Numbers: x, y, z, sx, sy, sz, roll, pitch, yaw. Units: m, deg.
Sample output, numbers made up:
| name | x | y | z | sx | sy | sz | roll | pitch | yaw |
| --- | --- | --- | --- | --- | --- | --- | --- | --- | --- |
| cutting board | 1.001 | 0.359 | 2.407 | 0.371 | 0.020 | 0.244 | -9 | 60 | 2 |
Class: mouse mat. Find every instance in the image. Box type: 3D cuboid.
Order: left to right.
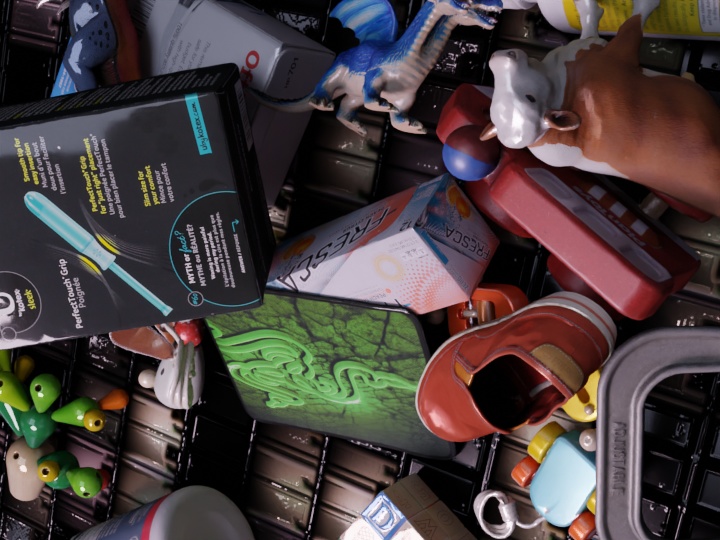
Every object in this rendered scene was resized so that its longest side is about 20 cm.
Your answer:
| name | x | y | z | sx | sy | sz | roll | pitch | yaw |
| --- | --- | --- | --- | --- | --- | --- | --- | --- | --- |
| mouse mat | -0.029 | 0.077 | 0.812 | 0.199 | 0.008 | 0.161 | 8 | 134 | 29 |

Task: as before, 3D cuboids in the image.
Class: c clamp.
| name | x | y | z | sx | sy | sz | roll | pitch | yaw |
| --- | --- | --- | --- | --- | --- | --- | --- | --- | --- |
| c clamp | 0.233 | 0.108 | 0.676 | 0.170 | 0.027 | 0.201 | 2 | 107 | -3 |

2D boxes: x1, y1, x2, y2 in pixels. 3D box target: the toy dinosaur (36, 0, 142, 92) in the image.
| name | x | y | z | sx | sy | sz | roll | pitch | yaw |
| --- | --- | --- | --- | --- | --- | --- | --- | --- | --- |
| toy dinosaur | -0.199 | -0.202 | 0.822 | 0.199 | 0.105 | 0.182 | 22 | 97 | -8 |

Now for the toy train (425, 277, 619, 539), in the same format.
| name | x | y | z | sx | sy | sz | roll | pitch | yaw |
| --- | --- | --- | --- | --- | --- | --- | --- | --- | --- |
| toy train | 0.126 | 0.091 | 0.755 | 0.150 | 0.055 | 0.201 | -3 | 98 | 45 |

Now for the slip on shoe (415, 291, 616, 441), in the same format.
| name | x | y | z | sx | sy | sz | roll | pitch | yaw |
| --- | --- | --- | --- | --- | --- | --- | --- | --- | --- |
| slip on shoe | 0.086 | 0.075 | 0.680 | 0.074 | 0.061 | 0.200 | 42 | 148 | -5 |

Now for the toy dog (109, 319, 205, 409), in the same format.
| name | x | y | z | sx | sy | sz | roll | pitch | yaw |
| --- | --- | --- | --- | --- | --- | --- | --- | --- | --- |
| toy dog | -0.176 | 0.016 | 0.883 | 0.096 | 0.132 | 0.201 | 5 | 88 | 0 |

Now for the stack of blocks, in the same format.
| name | x | y | z | sx | sy | sz | roll | pitch | yaw |
| --- | --- | --- | --- | --- | --- | --- | --- | --- | --- |
| stack of blocks | 0.063 | 0.269 | 0.798 | 0.200 | 0.058 | 0.115 | 46 | 114 | 18 |

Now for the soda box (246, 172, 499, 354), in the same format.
| name | x | y | z | sx | sy | sz | roll | pitch | yaw |
| --- | --- | --- | --- | --- | --- | --- | --- | --- | --- |
| soda box | 0.000 | 0.000 | 0.768 | 0.200 | 0.064 | 0.068 | -20 | 118 | 44 |

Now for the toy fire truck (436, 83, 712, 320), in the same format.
| name | x | y | z | sx | sy | sz | roll | pitch | yaw |
| --- | --- | --- | --- | --- | --- | --- | --- | --- | --- |
| toy fire truck | 0.128 | -0.053 | 0.671 | 0.200 | 0.168 | 0.112 | 45 | 113 | 18 |

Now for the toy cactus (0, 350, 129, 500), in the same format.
| name | x | y | z | sx | sy | sz | roll | pitch | yaw |
| --- | --- | --- | --- | --- | --- | --- | --- | --- | --- |
| toy cactus | -0.297 | 0.147 | 0.988 | 0.200 | 0.102 | 0.165 | 39 | 130 | 19 |

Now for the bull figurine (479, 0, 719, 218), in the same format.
| name | x | y | z | sx | sy | sz | roll | pitch | yaw |
| --- | --- | --- | --- | --- | --- | --- | --- | --- | --- |
| bull figurine | 0.161 | -0.096 | 0.607 | 0.065 | 0.199 | 0.122 | -25 | 44 | 68 |

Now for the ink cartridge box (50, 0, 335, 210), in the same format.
| name | x | y | z | sx | sy | sz | roll | pitch | yaw |
| --- | --- | --- | --- | --- | --- | --- | --- | --- | --- |
| ink cartridge box | -0.140 | -0.155 | 0.861 | 0.200 | 0.086 | 0.147 | 33 | 110 | 22 |

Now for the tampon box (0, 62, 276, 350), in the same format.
| name | x | y | z | sx | sy | sz | roll | pitch | yaw |
| --- | --- | --- | --- | --- | --- | --- | --- | --- | --- |
| tampon box | -0.173 | -0.047 | 0.738 | 0.199 | 0.126 | 0.151 | -9 | 108 | 3 |

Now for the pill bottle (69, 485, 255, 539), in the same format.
| name | x | y | z | sx | sy | sz | roll | pitch | yaw |
| --- | --- | --- | --- | --- | --- | --- | --- | --- | --- |
| pill bottle | -0.196 | 0.271 | 0.911 | 0.199 | 0.119 | 0.120 | -28 | 81 | 29 |

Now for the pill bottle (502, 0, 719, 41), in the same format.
| name | x | y | z | sx | sy | sz | roll | pitch | yaw |
| --- | --- | --- | --- | --- | --- | --- | --- | --- | --- |
| pill bottle | 0.175 | -0.203 | 0.664 | 0.199 | 0.111 | 0.112 | 9 | 99 | 28 |

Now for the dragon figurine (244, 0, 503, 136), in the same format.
| name | x | y | z | sx | sy | sz | roll | pitch | yaw |
| --- | --- | --- | --- | --- | --- | --- | --- | --- | --- |
| dragon figurine | 0.010 | -0.149 | 0.722 | 0.199 | 0.059 | 0.100 | 6 | 76 | 49 |
